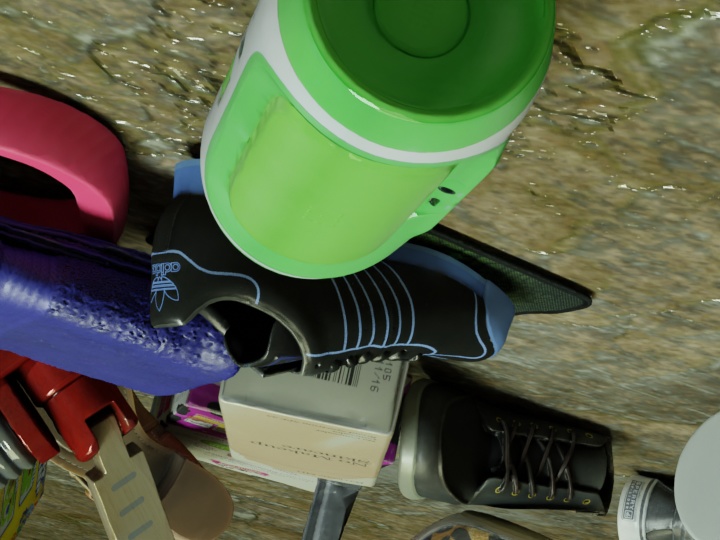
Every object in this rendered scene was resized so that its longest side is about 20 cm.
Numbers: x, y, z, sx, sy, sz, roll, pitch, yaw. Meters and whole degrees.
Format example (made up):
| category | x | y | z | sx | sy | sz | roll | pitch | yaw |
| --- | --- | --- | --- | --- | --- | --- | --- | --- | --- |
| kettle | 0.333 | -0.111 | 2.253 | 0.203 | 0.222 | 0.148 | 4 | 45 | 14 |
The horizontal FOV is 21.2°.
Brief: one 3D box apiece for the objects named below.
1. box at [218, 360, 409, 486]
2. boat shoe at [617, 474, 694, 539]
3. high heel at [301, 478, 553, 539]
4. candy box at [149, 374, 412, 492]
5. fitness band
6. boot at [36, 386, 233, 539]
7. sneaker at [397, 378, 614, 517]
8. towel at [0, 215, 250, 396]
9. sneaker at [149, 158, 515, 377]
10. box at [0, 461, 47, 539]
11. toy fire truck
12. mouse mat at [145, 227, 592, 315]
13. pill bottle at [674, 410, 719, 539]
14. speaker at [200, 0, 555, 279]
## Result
| category | x | y | z | sx | sy | sz | roll | pitch | yaw |
| --- | --- | --- | --- | --- | --- | --- | --- | --- | --- |
| box | -0.023 | 0.060 | 1.047 | 0.094 | 0.078 | 0.200 | 11 | 166 | 2 |
| boat shoe | 0.242 | 0.199 | 1.388 | 0.067 | 0.072 | 0.200 | 7 | 157 | 25 |
| high heel | 0.048 | 0.221 | 1.213 | 0.199 | 0.143 | 0.071 | 15 | 178 | 8 |
| candy box | -0.059 | 0.091 | 1.248 | 0.136 | 0.061 | 0.200 | 17 | 164 | -11 |
| fitness band | -0.179 | -0.048 | 0.895 | 0.143 | 0.038 | 0.200 | 11 | 166 | -3 |
| boot | -0.170 | 0.095 | 1.214 | 0.200 | 0.077 | 0.155 | 39 | 167 | -16 |
| sneaker | 0.093 | 0.111 | 1.193 | 0.106 | 0.075 | 0.200 | 3 | 173 | 20 |
| towel | -0.160 | 0.006 | 0.920 | 0.199 | 0.050 | 0.148 | 20 | 165 | -20 |
| sneaker | -0.014 | 0.019 | 0.885 | 0.199 | 0.078 | 0.070 | 24 | 162 | -33 |
| box | -0.331 | 0.124 | 1.319 | 0.199 | 0.123 | 0.193 | 12 | -157 | 4 |
| toy fire truck | -0.195 | 0.099 | 1.044 | 0.200 | 0.176 | 0.129 | 54 | 174 | 3 |
| mouse mat | 0.000 | 0.000 | 0.971 | 0.160 | 0.008 | 0.200 | 22 | 164 | -30 |
| pill bottle | 0.259 | 0.140 | 1.060 | 0.110 | 0.111 | 0.200 | -1 | 160 | 42 |
| speaker | -0.001 | -0.054 | 0.618 | 0.088 | 0.089 | 0.200 | 15 | 165 | -9 |
